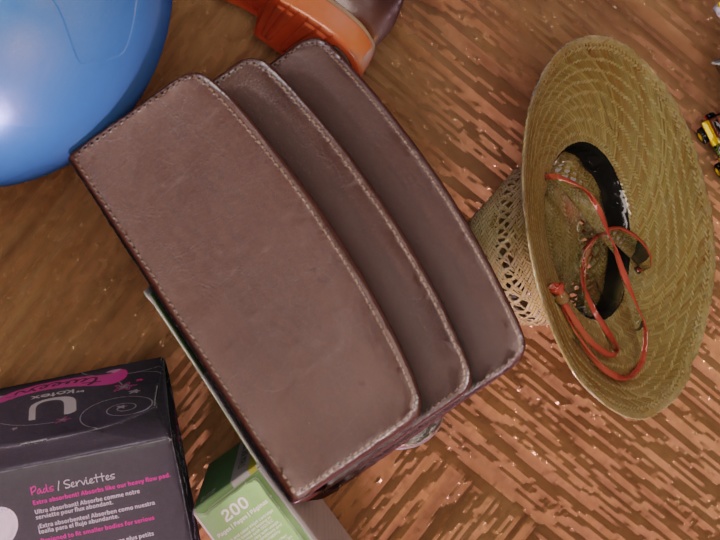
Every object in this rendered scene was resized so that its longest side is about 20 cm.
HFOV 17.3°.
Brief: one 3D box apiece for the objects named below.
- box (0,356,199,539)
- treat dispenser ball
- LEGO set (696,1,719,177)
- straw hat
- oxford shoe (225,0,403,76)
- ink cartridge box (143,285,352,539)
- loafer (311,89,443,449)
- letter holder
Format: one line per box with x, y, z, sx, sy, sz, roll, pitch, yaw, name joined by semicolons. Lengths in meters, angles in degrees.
-0.183;0.129;1.188;0.198;0.132;0.116;-10;107;-4;box
-0.191;-0.140;1.157;0.199;0.201;0.203;0;91;-6;treat dispenser ball
0.286;-0.097;1.248;0.199;0.116;0.155;-19;93;-5;LEGO set
0.103;-0.017;1.243;0.085;0.201;0.203;-12;93;37;straw hat
-0.065;-0.184;1.245;0.200;0.071;0.073;38;68;-10;oxford shoe
-0.063;0.098;1.202;0.048;0.146;0.201;-36;94;2;ink cartridge box
0.000;0.000;1.248;0.071;0.063;0.201;-16;92;-6;loafer
-0.023;-0.009;1.161;0.142;0.101;0.201;-34;82;4;letter holder
